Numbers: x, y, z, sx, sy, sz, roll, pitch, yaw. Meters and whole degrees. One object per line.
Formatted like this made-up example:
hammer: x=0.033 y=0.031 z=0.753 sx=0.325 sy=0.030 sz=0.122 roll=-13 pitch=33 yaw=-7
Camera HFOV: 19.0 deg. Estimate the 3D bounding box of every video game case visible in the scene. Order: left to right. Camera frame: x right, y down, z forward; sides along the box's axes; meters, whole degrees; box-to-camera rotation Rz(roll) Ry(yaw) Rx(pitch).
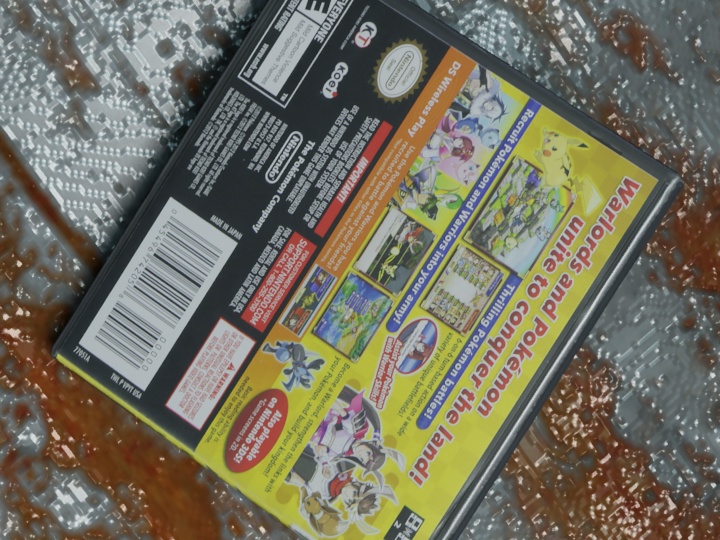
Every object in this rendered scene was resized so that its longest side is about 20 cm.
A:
video game case: x=0.000 y=0.000 z=0.858 sx=0.180 sy=0.025 sz=0.201 roll=34 pitch=94 yaw=14
